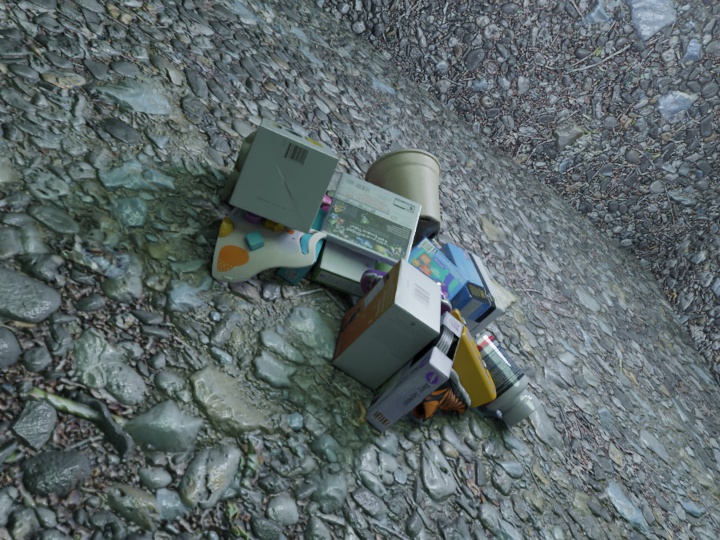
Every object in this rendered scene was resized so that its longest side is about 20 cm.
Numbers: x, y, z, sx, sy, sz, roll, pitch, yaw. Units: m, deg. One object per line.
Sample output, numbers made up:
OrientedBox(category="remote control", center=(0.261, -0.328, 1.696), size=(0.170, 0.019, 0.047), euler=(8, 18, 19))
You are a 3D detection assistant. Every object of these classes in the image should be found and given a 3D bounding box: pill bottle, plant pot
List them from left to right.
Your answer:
OrientedBox(category="plant pot", center=(0.119, -0.168, 1.426), size=(0.200, 0.200, 0.184), euler=(19, 50, -35))
OrientedBox(category="pill bottle", center=(0.313, 0.252, 1.312), size=(0.200, 0.120, 0.120), euler=(51, 31, 15))

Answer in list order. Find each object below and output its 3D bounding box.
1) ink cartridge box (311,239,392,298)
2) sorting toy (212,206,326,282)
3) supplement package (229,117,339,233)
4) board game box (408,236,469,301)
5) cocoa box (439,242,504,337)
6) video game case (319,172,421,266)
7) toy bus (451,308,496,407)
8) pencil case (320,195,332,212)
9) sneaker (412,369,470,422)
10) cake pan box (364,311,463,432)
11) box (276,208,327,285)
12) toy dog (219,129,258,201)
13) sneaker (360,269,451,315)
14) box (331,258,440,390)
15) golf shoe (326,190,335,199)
OrientedBox(category="ink cartridge box", center=(0.000, 0.000, 1.263), size=(0.200, 0.059, 0.104), euler=(20, 53, -14))
OrientedBox(category="sorting toy", center=(-0.163, -0.060, 1.095), size=(0.180, 0.107, 0.200), euler=(11, 32, 4))
OrientedBox(category="supplement package", center=(-0.146, -0.186, 1.083), size=(0.152, 0.151, 0.200), euler=(21, 14, -14))
OrientedBox(category="board game box", center=(0.135, 0.040, 1.334), size=(0.152, 0.045, 0.200), euler=(46, 69, 3))
OrientedBox(category="cocoa box", center=(0.255, 0.053, 1.482), size=(0.131, 0.133, 0.200), euler=(21, 36, -33))
OrientedBox(category="video game case", center=(0.026, -0.111, 1.261), size=(0.200, 0.023, 0.182), euler=(22, 56, -7))
OrientedBox(category="toy bus", center=(0.222, 0.187, 1.231), size=(0.200, 0.065, 0.078), euler=(64, 16, -6))
OrientedBox(category="pencil case", center=(-0.079, -0.121, 1.364), size=(0.200, 0.094, 0.091), euler=(36, -9, -9))
OrientedBox(category="sneaker", center=(0.153, 0.263, 1.163), size=(0.078, 0.112, 0.200), euler=(38, -13, 42))
OrientedBox(category="cake pan box", center=(0.107, 0.187, 1.072), size=(0.052, 0.200, 0.184), euler=(40, 33, -5))
OrientedBox(category="box", center=(-0.118, -0.059, 1.236), size=(0.049, 0.082, 0.200), euler=(35, 31, -14))
OrientedBox(category="toy dog", center=(-0.178, -0.204, 1.249), size=(0.200, 0.194, 0.140), euler=(22, 26, -15))
OrientedBox(category="sneaker", center=(0.098, 0.036, 1.206), size=(0.200, 0.081, 0.089), euler=(18, 49, -4))
OrientedBox(category="box", center=(0.052, 0.105, 1.109), size=(0.106, 0.200, 0.152), euler=(35, 31, -14))
OrientedBox(category="golf shoe", center=(-0.065, -0.181, 1.451), size=(0.200, 0.088, 0.077), euler=(18, 40, -34))
